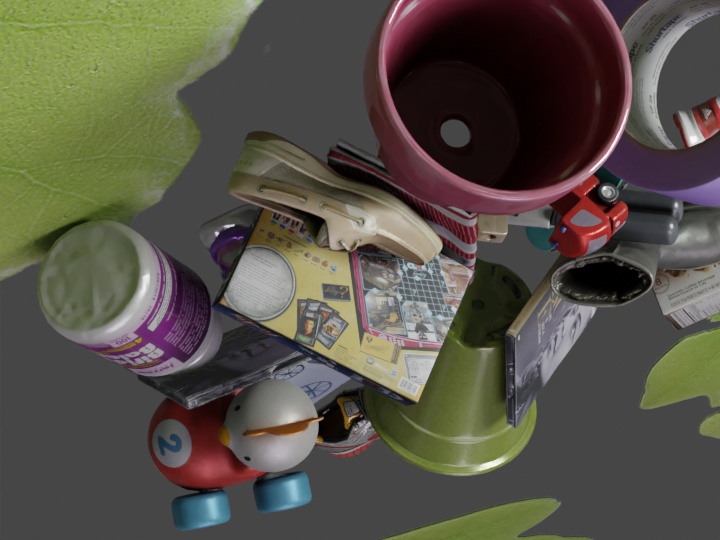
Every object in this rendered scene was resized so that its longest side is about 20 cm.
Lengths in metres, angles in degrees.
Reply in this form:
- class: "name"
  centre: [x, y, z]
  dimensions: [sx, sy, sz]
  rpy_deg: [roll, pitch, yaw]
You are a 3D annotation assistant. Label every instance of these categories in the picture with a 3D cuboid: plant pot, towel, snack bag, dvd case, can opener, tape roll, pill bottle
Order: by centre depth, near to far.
- class: "plant pot"
  centre: [0.090, -0.131, 1.370]
  dimensions: [0.199, 0.201, 0.179]
  rpy_deg: [-13, 172, -14]
- class: "tape roll"
  centre: [0.278, -0.156, 1.421]
  dimensions: [0.200, 0.200, 0.085]
  rpy_deg: [-33, 154, 31]
- class: "towel"
  centre: [0.039, -0.047, 1.562]
  dimensions: [0.023, 0.144, 0.200]
  rpy_deg: [-61, 170, -13]
- class: "pill bottle"
  centre: [-0.201, 0.034, 1.591]
  dimensions: [0.112, 0.113, 0.200]
  rpy_deg: [-24, 157, 12]
- class: "can opener"
  centre: [0.203, -0.068, 1.652]
  dimensions: [0.199, 0.053, 0.067]
  rpy_deg: [6, 143, 19]
- class: "dvd case"
  centre: [-0.108, 0.080, 1.734]
  dimensions: [0.200, 0.016, 0.149]
  rpy_deg: [-21, -164, -22]
- class: "dvd case"
  centre: [0.207, 0.052, 1.860]
  dimensions: [0.200, 0.016, 0.149]
  rpy_deg: [-52, 151, -35]
- class: "plant pot"
  centre: [0.114, 0.089, 1.907]
  dimensions: [0.199, 0.200, 0.190]
  rpy_deg: [-11, 144, -18]
- class: "snack bag"
  centre: [-0.121, 0.144, 2.024]
  dimensions: [0.188, 0.021, 0.200]
  rpy_deg: [-35, 153, 32]

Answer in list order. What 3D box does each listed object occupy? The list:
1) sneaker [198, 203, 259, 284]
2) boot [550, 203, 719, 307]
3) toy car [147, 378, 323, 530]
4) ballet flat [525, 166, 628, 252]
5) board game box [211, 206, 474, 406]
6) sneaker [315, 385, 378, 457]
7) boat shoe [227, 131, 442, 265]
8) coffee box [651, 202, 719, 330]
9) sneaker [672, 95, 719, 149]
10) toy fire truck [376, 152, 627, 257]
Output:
- class: "sneaker"
  centre: [-0.087, 0.010, 1.660]
  dimensions: [0.080, 0.089, 0.200]
  rpy_deg: [-25, 158, 11]
- class: "boot"
  centre: [0.284, -0.016, 1.704]
  dimensions: [0.181, 0.073, 0.200]
  rpy_deg: [-12, -178, 14]
- class: "toy car"
  centre: [-0.116, 0.163, 1.784]
  dimensions: [0.176, 0.185, 0.200]
  rpy_deg: [-10, 177, -20]
- class: "ballet flat"
  centre: [0.226, -0.092, 1.724]
  dimensions: [0.072, 0.072, 0.200]
  rpy_deg: [-7, 155, -26]
- class: "board game box"
  centre: [-0.014, 0.016, 1.551]
  dimensions: [0.200, 0.136, 0.035]
  rpy_deg: [28, 165, -11]
- class: "sneaker"
  centre: [0.018, 0.174, 2.129]
  dimensions: [0.200, 0.078, 0.082]
  rpy_deg: [-30, 154, 23]
- class: "boat shoe"
  centre: [-0.022, -0.047, 1.494]
  dimensions: [0.200, 0.065, 0.072]
  rpy_deg: [29, 164, -22]
- class: "coffee box"
  centre: [0.413, -0.029, 1.932]
  dimensions: [0.200, 0.113, 0.080]
  rpy_deg: [-25, 157, 16]
- class: "sneaker"
  centre: [0.398, -0.128, 1.743]
  dimensions: [0.115, 0.079, 0.200]
  rpy_deg: [-26, 158, 20]
- class: "toy fire truck"
  centre: [0.126, -0.072, 1.568]
  dimensions: [0.141, 0.200, 0.049]
  rpy_deg: [-41, 168, -25]
